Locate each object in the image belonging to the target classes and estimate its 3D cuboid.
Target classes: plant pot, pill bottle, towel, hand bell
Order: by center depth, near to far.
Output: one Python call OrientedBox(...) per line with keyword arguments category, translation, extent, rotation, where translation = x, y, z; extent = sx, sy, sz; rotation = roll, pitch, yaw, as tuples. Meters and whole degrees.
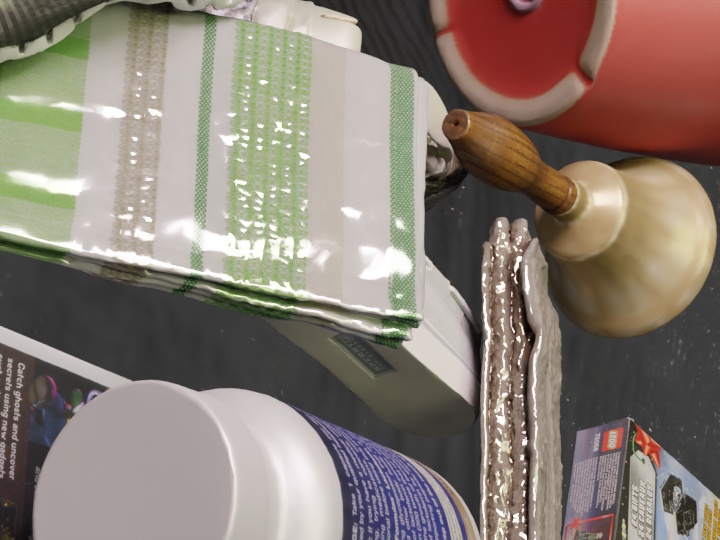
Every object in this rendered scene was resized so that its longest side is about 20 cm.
OrientedBox(category="pill bottle", translation=(-0.039, 0.113, 0.934), extent=(0.200, 0.115, 0.117), rotation=(30, 52, -57))
OrientedBox(category="towel", translation=(-0.067, -0.049, 0.999), extent=(0.198, 0.031, 0.150), rotation=(13, 54, -15))
OrientedBox(category="towel", translation=(0.083, 0.086, 1.149), extent=(0.133, 0.034, 0.202), rotation=(65, 24, -64))
OrientedBox(category="hand bell", translation=(0.097, -0.043, 1.183), extent=(0.200, 0.103, 0.105), rotation=(31, 52, -53))
OrientedBox(category="plant pot", translation=(0.146, -0.153, 1.261), extent=(0.176, 0.200, 0.202), rotation=(-4, 78, -42))

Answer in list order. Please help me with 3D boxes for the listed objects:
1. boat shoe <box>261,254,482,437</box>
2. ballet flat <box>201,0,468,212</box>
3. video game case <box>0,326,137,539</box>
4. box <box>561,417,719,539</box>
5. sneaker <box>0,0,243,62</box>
OrientedBox(category="boat shoe", translation=(0.000, 0.000, 1.098), extent=(0.200, 0.072, 0.069), rotation=(42, 43, -32))
OrientedBox(category="ballet flat", translation=(-0.013, -0.094, 1.123), extent=(0.200, 0.072, 0.073), rotation=(35, 50, -38))
OrientedBox(category="video game case", translation=(-0.159, 0.113, 0.891), extent=(0.181, 0.023, 0.202), rotation=(27, 55, -42))
OrientedBox(category="box", translation=(0.157, 0.200, 1.235), extent=(0.137, 0.040, 0.201), rotation=(41, 46, -35))
OrientedBox(category="sneaker", translation=(-0.115, -0.145, 0.964), extent=(0.199, 0.091, 0.067), rotation=(-17, 61, -33))
